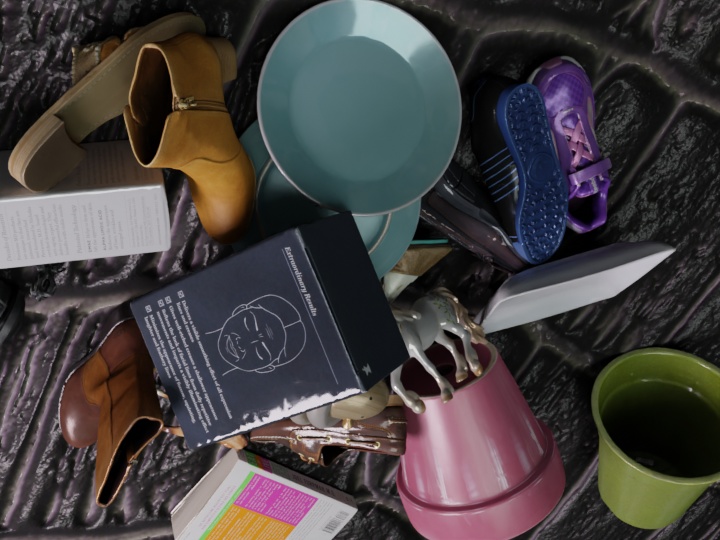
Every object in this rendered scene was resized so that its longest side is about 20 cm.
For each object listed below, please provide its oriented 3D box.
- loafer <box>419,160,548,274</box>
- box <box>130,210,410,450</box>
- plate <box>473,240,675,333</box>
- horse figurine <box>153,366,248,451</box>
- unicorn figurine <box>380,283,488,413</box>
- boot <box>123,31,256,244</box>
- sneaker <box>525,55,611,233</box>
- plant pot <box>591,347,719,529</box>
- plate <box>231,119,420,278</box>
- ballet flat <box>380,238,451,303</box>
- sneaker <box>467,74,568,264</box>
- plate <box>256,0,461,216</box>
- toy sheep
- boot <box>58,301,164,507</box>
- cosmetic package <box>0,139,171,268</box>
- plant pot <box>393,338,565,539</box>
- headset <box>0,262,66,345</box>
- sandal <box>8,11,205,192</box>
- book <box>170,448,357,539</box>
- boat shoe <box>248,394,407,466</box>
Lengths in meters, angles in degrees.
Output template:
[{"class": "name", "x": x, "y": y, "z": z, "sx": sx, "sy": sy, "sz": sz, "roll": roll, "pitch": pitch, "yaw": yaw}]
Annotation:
[{"class": "loafer", "x": 0.124, "y": -0.049, "z": 0.995, "sx": 0.063, "sy": 0.072, "sz": 0.199, "roll": -33, "pitch": 129, "yaw": 29}, {"class": "box", "x": -0.082, "y": 0.054, "z": 0.836, "sx": 0.199, "sy": 0.107, "sz": 0.150, "roll": -21, "pitch": 91, "yaw": 28}, {"class": "plate", "x": 0.223, "y": 0.018, "z": 1.032, "sx": 0.198, "sy": 0.033, "sz": 0.200, "roll": -16, "pitch": 167, "yaw": -8}, {"class": "horse figurine", "x": -0.167, "y": 0.143, "z": 0.999, "sx": 0.132, "sy": 0.050, "sz": 0.200, "roll": 23, "pitch": 140, "yaw": -8}, {"class": "unicorn figurine", "x": 0.059, "y": 0.069, "z": 0.947, "sx": 0.073, "sy": 0.200, "sz": 0.138, "roll": -29, "pitch": 91, "yaw": 24}, {"class": "boot", "x": -0.150, "y": -0.101, "z": 0.798, "sx": 0.070, "sy": 0.144, "sz": 0.203, "roll": 6, "pitch": 111, "yaw": 17}, {"class": "sneaker", "x": 0.222, "y": -0.122, "z": 0.959, "sx": 0.080, "sy": 0.089, "sz": 0.201, "roll": -19, "pitch": 125, "yaw": -4}, {"class": "plant pot", "x": 0.388, "y": 0.239, "z": 1.210, "sx": 0.198, "sy": 0.201, "sz": 0.191, "roll": -13, "pitch": 137, "yaw": -10}, {"class": "plate", "x": -0.036, "y": -0.067, "z": 0.900, "sx": 0.198, "sy": 0.026, "sz": 0.202, "roll": -2, "pitch": 104, "yaw": -8}, {"class": "ballet flat", "x": 0.000, "y": 0.000, "z": 0.970, "sx": 0.198, "sy": 0.068, "sz": 0.073, "roll": 1, "pitch": 88, "yaw": -18}, {"class": "sneaker", "x": 0.158, "y": -0.104, "z": 0.944, "sx": 0.070, "sy": 0.078, "sz": 0.202, "roll": -26, "pitch": 121, "yaw": -20}, {"class": "plate", "x": 0.000, "y": -0.150, "z": 0.860, "sx": 0.198, "sy": 0.026, "sz": 0.202, "roll": 0, "pitch": 89, "yaw": -17}, {"class": "toy sheep", "x": -0.057, "y": 0.092, "z": 0.967, "sx": 0.138, "sy": 0.199, "sz": 0.139, "roll": -47, "pitch": 152, "yaw": -35}, {"class": "boot", "x": -0.246, "y": 0.157, "z": 0.916, "sx": 0.068, "sy": 0.200, "sz": 0.189, "roll": 28, "pitch": 110, "yaw": -31}, {"class": "cosmetic package", "x": -0.274, "y": -0.060, "z": 0.826, "sx": 0.198, "sy": 0.102, "sz": 0.075, "roll": -8, "pitch": 123, "yaw": -12}, {"class": "plant pot", "x": 0.122, "y": 0.188, "z": 1.079, "sx": 0.198, "sy": 0.200, "sz": 0.180, "roll": -21, "pitch": 111, "yaw": -4}, {"class": "headset", "x": -0.363, "y": 0.029, "z": 0.859, "sx": 0.198, "sy": 0.094, "sz": 0.124, "roll": -22, "pitch": 128, "yaw": 11}, {"class": "sandal", "x": -0.230, "y": -0.164, "z": 0.788, "sx": 0.212, "sy": 0.069, "sz": 0.078, "roll": -49, "pitch": 162, "yaw": -17}, {"class": "book", "x": -0.116, "y": 0.307, "z": 1.158, "sx": 0.199, "sy": 0.048, "sz": 0.134, "roll": 33, "pitch": 105, "yaw": -34}, {"class": "boat shoe", "x": -0.041, "y": 0.184, "z": 1.035, "sx": 0.198, "sy": 0.071, "sz": 0.070, "roll": -11, "pitch": 168, "yaw": 28}]
